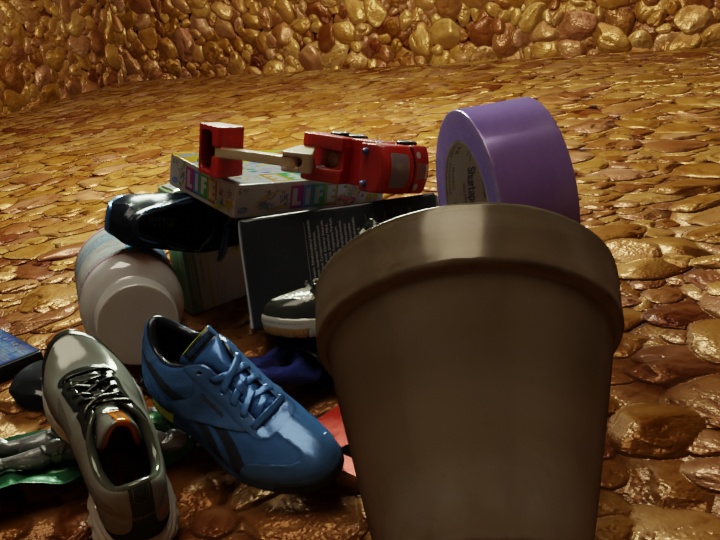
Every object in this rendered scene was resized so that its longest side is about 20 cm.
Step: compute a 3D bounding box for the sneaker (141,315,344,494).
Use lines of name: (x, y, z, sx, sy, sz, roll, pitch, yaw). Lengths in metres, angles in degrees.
sneaker: (-0.097, 0.095, 0.669, 0.198, 0.080, 0.066, 25, 45, 33)

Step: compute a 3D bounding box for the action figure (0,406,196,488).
action figure: (-0.206, 0.136, 0.729, 0.195, 0.056, 0.118, -7, 16, -11)

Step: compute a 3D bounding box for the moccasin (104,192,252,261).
moccasin: (-0.175, -0.043, 0.958, 0.197, 0.083, 0.067, -11, 21, -44)

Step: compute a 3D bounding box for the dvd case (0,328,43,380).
dvd case: (-0.451, 0.111, 0.934, 0.198, 0.018, 0.141, -24, 26, -39)

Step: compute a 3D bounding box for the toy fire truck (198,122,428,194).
toy fire truck: (-0.048, -0.108, 0.860, 0.197, 0.050, 0.139, 15, 16, 41)

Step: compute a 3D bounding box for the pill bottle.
pill bottle: (-0.248, 0.025, 0.959, 0.106, 0.111, 0.200, -13, 21, -16)

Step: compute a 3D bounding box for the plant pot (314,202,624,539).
plant pot: (0.066, 0.090, 0.534, 0.195, 0.201, 0.177, -4, 58, 8)

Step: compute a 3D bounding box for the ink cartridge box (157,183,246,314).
ink cartridge box: (-0.136, -0.051, 1.070, 0.197, 0.149, 0.048, -20, 24, -33)

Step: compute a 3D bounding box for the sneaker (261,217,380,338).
sneaker: (0.000, 0.000, 0.808, 0.196, 0.090, 0.076, -16, 13, -12)

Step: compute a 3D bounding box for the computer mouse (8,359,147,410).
computer mouse: (-0.246, 0.103, 0.857, 0.195, 0.035, 0.059, -4, 19, 8)

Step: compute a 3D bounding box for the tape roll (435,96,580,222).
tape roll: (0.150, -0.074, 0.946, 0.083, 0.205, 0.200, -12, 20, -12)

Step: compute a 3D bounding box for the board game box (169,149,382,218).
board game box: (-0.089, -0.099, 0.975, 0.197, 0.035, 0.133, -9, 25, -40)

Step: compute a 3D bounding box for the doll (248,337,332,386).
doll: (-0.043, 0.079, 0.809, 0.197, 0.050, 0.135, -11, 11, -38)

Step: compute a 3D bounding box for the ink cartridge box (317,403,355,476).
ink cartridge box: (0.058, 0.093, 0.700, 0.160, 0.058, 0.198, 11, 22, 42)

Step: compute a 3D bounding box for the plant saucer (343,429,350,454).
plant saucer: (0.083, 0.118, 0.716, 0.195, 0.019, 0.070, -7, 19, 1)

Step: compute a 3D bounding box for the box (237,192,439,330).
box: (-0.018, -0.010, 0.920, 0.195, 0.110, 0.148, -8, 2, -3)

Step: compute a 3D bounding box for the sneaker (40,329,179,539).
sneaker: (-0.182, 0.109, 0.651, 0.073, 0.081, 0.201, -15, 46, -27)
